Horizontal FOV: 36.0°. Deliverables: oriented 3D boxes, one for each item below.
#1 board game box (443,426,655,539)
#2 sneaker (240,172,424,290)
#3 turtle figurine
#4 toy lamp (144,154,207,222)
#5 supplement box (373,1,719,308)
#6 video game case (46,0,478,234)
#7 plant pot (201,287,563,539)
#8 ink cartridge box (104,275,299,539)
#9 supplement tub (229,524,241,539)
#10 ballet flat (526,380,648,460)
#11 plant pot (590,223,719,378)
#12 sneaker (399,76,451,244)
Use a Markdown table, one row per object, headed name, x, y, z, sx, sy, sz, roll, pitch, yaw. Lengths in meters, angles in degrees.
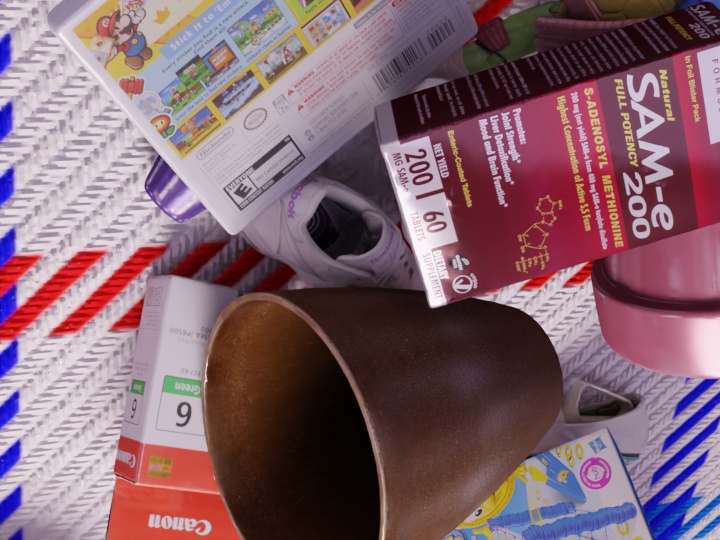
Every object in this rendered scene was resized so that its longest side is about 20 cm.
| name | x | y | z | sx | sy | sz | roll | pitch | yaw |
| --- | --- | --- | --- | --- | --- | --- | --- | --- | --- |
| board game box | 0.141 | 0.253 | 0.858 | 0.193 | 0.202 | 0.056 | -24 | 148 | 11 |
| sneaker | 0.000 | 0.000 | 0.749 | 0.199 | 0.099 | 0.076 | 37 | 76 | -38 |
| turtle figurine | 0.134 | -0.180 | 0.720 | 0.193 | 0.202 | 0.143 | -37 | 160 | 29 |
| toy lamp | -0.055 | -0.112 | 0.685 | 0.200 | 0.058 | 0.058 | -46 | 128 | 4 |
| supplement box | 0.116 | -0.063 | 0.621 | 0.197 | 0.061 | 0.110 | -17 | 118 | 5 |
| video game case | -0.042 | -0.137 | 0.615 | 0.199 | 0.023 | 0.182 | -39 | 138 | -1 |
| plant pot | 0.030 | 0.087 | 0.705 | 0.198 | 0.186 | 0.190 | -14 | 127 | -37 |
| ink cartridge box | -0.104 | 0.113 | 0.746 | 0.108 | 0.050 | 0.204 | 13 | 82 | -30 |
| supplement tub | -0.011 | 0.141 | 0.835 | 0.199 | 0.107 | 0.107 | -39 | 129 | 1 |
| ballet flat | 0.170 | 0.126 | 0.946 | 0.197 | 0.070 | 0.070 | 5 | 118 | -32 |
| plant pot | 0.257 | -0.050 | 0.800 | 0.197 | 0.200 | 0.182 | -19 | 111 | -13 |
| sneaker | 0.058 | -0.038 | 0.747 | 0.201 | 0.069 | 0.081 | 57 | 43 | -52 |
